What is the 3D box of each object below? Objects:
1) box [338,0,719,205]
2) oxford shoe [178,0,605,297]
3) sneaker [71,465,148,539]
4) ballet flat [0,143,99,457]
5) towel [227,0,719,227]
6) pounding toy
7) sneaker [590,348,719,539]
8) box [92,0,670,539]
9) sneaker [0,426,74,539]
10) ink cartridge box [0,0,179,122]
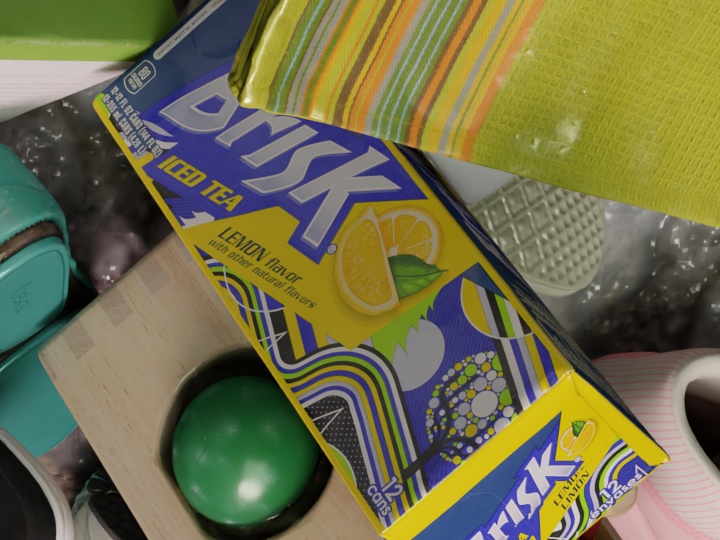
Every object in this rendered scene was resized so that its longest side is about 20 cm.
[{"bbox_3d":[0.025,-0.174,0.739,0.171,0.200,0.199,-34,124,10],"label":"box"},{"bbox_3d":[0.009,-0.047,0.900,0.200,0.076,0.058,27,153,-34],"label":"oxford shoe"},{"bbox_3d":[-0.037,0.162,0.963,0.200,0.078,0.086,42,124,15],"label":"sneaker"},{"bbox_3d":[-0.127,0.005,0.872,0.067,0.070,0.200,-33,164,-15],"label":"ballet flat"},{"bbox_3d":[0.069,-0.057,0.696,0.199,0.018,0.086,14,120,-25],"label":"towel"},{"bbox_3d":[0.013,0.063,0.841,0.142,0.184,0.200,-40,153,9],"label":"pounding toy"},{"bbox_3d":[0.159,0.105,0.965,0.200,0.105,0.075,46,59,-12],"label":"sneaker"},{"bbox_3d":[0.000,0.000,0.741,0.070,0.200,0.064,-41,138,5],"label":"box"},{"bbox_3d":[-0.196,0.056,0.818,0.199,0.112,0.073,26,95,17],"label":"sneaker"},{"bbox_3d":[-0.179,-0.070,0.786,0.199,0.148,0.076,-18,85,26],"label":"ink cartridge box"}]
